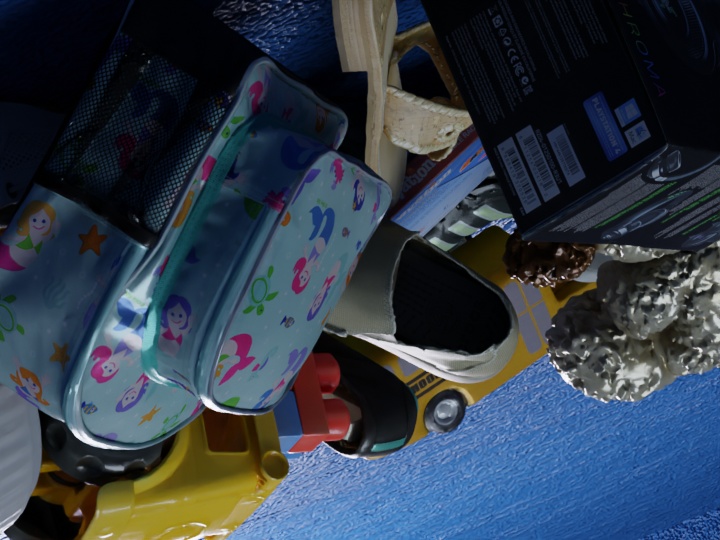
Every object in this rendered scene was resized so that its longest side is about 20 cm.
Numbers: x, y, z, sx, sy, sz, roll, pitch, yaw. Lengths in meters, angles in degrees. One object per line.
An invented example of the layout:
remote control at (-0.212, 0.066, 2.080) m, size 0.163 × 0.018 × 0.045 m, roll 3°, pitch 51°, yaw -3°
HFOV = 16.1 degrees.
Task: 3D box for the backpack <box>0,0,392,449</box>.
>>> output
backpack at (-0.088, -0.011, 1.202) m, size 0.201 × 0.150 × 0.177 m, roll -54°, pitch 162°, yaw 2°

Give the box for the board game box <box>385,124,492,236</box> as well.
board game box at (0.055, -0.062, 1.455) m, size 0.200 × 0.019 × 0.103 m, roll -43°, pitch 170°, yaw -15°

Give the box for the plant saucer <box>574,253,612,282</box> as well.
plant saucer at (0.166, -0.089, 1.513) m, size 0.200 × 0.050 × 0.201 m, roll -36°, pitch 147°, yaw -28°

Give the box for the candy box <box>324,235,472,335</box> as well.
candy box at (-0.034, 0.038, 1.701) m, size 0.199 × 0.072 × 0.168 m, roll -16°, pitch 163°, yaw -23°

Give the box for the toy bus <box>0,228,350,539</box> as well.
toy bus at (-0.107, 0.053, 1.382) m, size 0.191 × 0.201 × 0.136 m, roll -7°, pitch 158°, yaw -26°

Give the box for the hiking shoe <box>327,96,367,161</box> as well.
hiking shoe at (-0.028, -0.050, 1.458) m, size 0.100 × 0.076 × 0.200 m, roll -34°, pitch 174°, yaw -39°

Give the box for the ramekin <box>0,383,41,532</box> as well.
ramekin at (-0.246, 0.064, 1.294) m, size 0.105 × 0.201 × 0.200 m, roll -23°, pitch 167°, yaw -31°

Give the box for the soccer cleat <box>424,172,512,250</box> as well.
soccer cleat at (0.049, -0.046, 1.572) m, size 0.199 × 0.068 × 0.081 m, roll -24°, pitch 156°, yaw -16°

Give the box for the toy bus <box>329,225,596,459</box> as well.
toy bus at (0.062, 0.039, 1.615) m, size 0.199 × 0.079 × 0.065 m, roll -34°, pitch -149°, yaw -12°

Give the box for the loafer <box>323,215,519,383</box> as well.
loafer at (0.000, 0.000, 1.344) m, size 0.199 × 0.076 × 0.068 m, roll 19°, pitch 164°, yaw -14°

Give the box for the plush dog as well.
plush dog at (0.175, -0.032, 1.408) m, size 0.201 × 0.172 × 0.160 m, roll -56°, pitch -147°, yaw -11°

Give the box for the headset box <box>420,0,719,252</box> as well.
headset box at (0.131, -0.107, 1.261) m, size 0.092 × 0.175 × 0.199 m, roll -31°, pitch 161°, yaw 29°

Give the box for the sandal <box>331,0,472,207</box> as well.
sandal at (0.035, -0.094, 1.282) m, size 0.069 × 0.078 × 0.212 m, roll 2°, pitch 152°, yaw 11°

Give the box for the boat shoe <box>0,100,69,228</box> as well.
boat shoe at (-0.139, -0.043, 1.301) m, size 0.199 × 0.070 × 0.071 m, roll -6°, pitch 155°, yaw -46°

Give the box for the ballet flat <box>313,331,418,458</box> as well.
ballet flat at (-0.057, 0.052, 1.528) m, size 0.068 × 0.199 × 0.068 m, roll -32°, pitch 143°, yaw -53°
